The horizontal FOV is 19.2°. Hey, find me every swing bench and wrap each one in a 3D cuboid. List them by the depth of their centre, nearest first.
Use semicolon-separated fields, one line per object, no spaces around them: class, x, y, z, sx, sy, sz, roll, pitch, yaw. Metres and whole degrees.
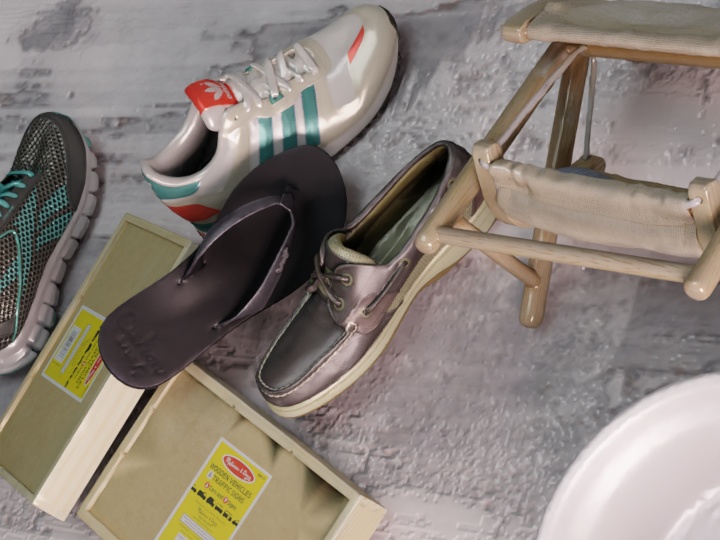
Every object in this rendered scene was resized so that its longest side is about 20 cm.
swing bench;0.170;-0.065;1.174;0.199;0.130;0.200;10;73;42

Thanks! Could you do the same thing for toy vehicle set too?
toy vehicle set;-0.084;0.150;1.318;0.200;0.027;0.124;34;90;45
toy vehicle set;-0.177;0.061;1.429;0.200;0.026;0.124;-59;28;-4

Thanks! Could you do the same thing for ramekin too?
ramekin;0.191;0.159;1.052;0.200;0.098;0.201;-18;56;30

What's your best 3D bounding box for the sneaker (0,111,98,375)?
sneaker;-0.250;-0.031;1.519;0.077;0.091;0.200;-6;63;36

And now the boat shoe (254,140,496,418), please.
boat shoe;0.001;0.000;1.305;0.201;0.066;0.072;-46;42;-2

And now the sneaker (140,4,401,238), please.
sneaker;-0.062;-0.108;1.408;0.200;0.093;0.070;-44;47;11

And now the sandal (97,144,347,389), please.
sandal;-0.081;0.001;1.355;0.200;0.076;0.043;-46;0;-12
